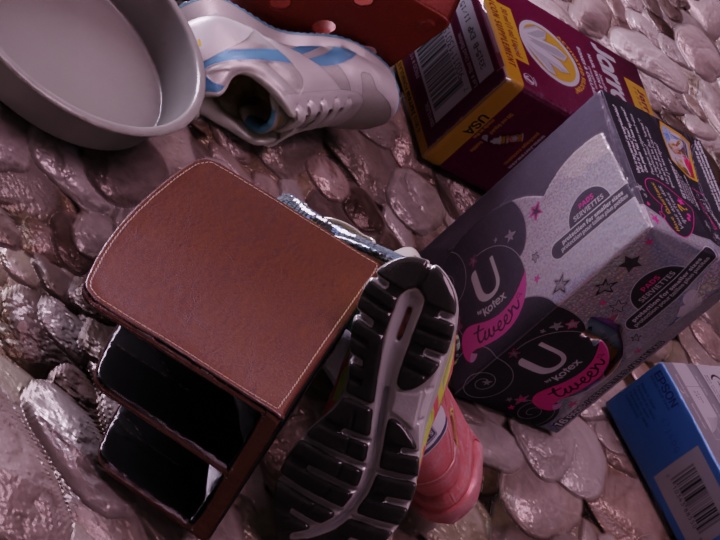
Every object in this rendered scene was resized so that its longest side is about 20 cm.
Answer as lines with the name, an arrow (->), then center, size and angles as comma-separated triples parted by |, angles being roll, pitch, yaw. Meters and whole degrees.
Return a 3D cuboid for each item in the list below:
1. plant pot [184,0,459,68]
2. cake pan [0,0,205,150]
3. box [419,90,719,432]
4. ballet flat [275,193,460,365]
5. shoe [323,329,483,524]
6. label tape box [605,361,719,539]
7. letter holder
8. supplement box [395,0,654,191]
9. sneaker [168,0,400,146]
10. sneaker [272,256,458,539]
plant pot -> -0.028, -0.243, 1.780 | 0.199, 0.199, 0.177 | 26, 49, -35
cake pan -> -0.190, -0.156, 1.582 | 0.199, 0.037, 0.201 | 31, 35, -24
box -> 0.152, -0.003, 1.717 | 0.114, 0.200, 0.133 | 21, 39, -37
ballet flat -> 0.000, 0.000, 1.554 | 0.199, 0.075, 0.074 | 29, 17, 32
shoe -> 0.021, 0.077, 1.590 | 0.091, 0.071, 0.201 | 59, 4, -38
label tape box -> 0.291, 0.147, 1.874 | 0.199, 0.066, 0.144 | 4, 52, -50
letter holder -> -0.094, 0.037, 1.436 | 0.142, 0.101, 0.200 | 33, 30, 1
supplement box -> 0.136, -0.127, 1.941 | 0.199, 0.103, 0.132 | 25, 36, -38
sneaker -> -0.053, -0.124, 1.718 | 0.199, 0.076, 0.081 | 12, 52, -38
sneaker -> 0.013, 0.088, 1.451 | 0.078, 0.201, 0.090 | 26, 8, 7
